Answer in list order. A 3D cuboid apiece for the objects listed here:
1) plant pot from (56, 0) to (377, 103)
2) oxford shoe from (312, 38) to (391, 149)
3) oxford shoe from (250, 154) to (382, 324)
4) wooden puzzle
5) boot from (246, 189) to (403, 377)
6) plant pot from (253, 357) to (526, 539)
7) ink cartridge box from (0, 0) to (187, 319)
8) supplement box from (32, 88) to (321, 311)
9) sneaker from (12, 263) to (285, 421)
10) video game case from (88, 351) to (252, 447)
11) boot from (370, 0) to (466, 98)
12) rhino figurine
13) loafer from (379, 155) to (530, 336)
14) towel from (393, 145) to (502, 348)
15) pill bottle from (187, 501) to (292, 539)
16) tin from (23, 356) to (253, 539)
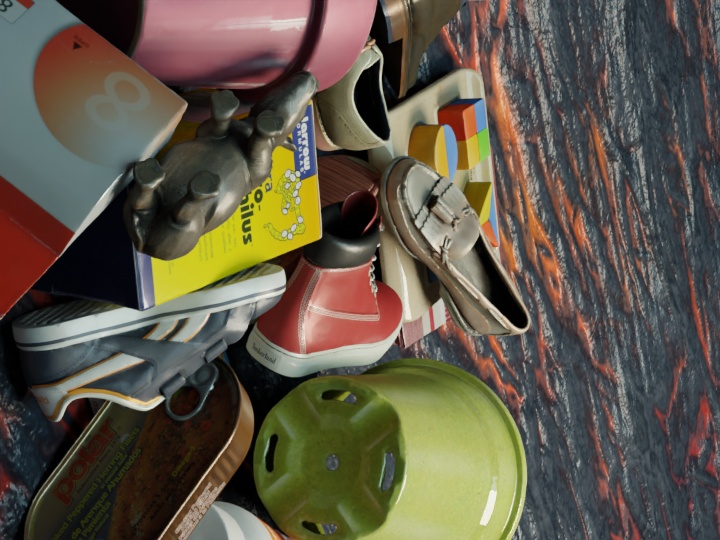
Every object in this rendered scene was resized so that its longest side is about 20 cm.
[{"bbox_3d":[-0.115,-0.208,1.410,0.178,0.199,0.202,-16,110,-39],"label":"plant pot"},{"bbox_3d":[-0.017,-0.192,1.638,0.071,0.073,0.202,-42,127,-41],"label":"oxford shoe"},{"bbox_3d":[-0.049,-0.030,1.660,0.200,0.070,0.074,-40,152,-45],"label":"oxford shoe"},{"bbox_3d":[0.077,-0.070,1.809,0.200,0.046,0.187,-32,120,-56],"label":"wooden puzzle"},{"bbox_3d":[0.000,0.000,1.614,0.200,0.072,0.145,-15,135,-63],"label":"boot"},{"bbox_3d":[0.010,0.158,1.622,0.184,0.199,0.202,24,76,-65],"label":"plant pot"},{"bbox_3d":[-0.227,-0.088,1.279,0.200,0.162,0.050,-52,179,-42],"label":"ink cartridge box"},{"bbox_3d":[-0.132,-0.055,1.455,0.199,0.108,0.111,-23,115,-48],"label":"supplement box"},{"bbox_3d":[-0.144,0.050,1.443,0.198,0.078,0.080,-14,104,-18],"label":"sneaker"},{"bbox_3d":[-0.149,0.094,1.554,0.143,0.018,0.201,-47,133,-44],"label":"video game case"},{"bbox_3d":[0.056,-0.209,1.691,0.075,0.096,0.200,62,-5,16],"label":"boot"},{"bbox_3d":[-0.087,-0.078,1.360,0.200,0.060,0.088,-44,169,-40],"label":"rhino figurine"},{"bbox_3d":[0.086,-0.020,1.728,0.072,0.063,0.201,-54,132,-25],"label":"loafer"},{"bbox_3d":[0.074,-0.027,1.878,0.200,0.023,0.146,-28,117,-54],"label":"towel"},{"bbox_3d":[-0.100,0.238,1.549,0.200,0.109,0.111,46,57,-61],"label":"pill bottle"},{"bbox_3d":[-0.156,0.146,1.449,0.201,0.111,0.042,-54,149,-16],"label":"tin"}]
